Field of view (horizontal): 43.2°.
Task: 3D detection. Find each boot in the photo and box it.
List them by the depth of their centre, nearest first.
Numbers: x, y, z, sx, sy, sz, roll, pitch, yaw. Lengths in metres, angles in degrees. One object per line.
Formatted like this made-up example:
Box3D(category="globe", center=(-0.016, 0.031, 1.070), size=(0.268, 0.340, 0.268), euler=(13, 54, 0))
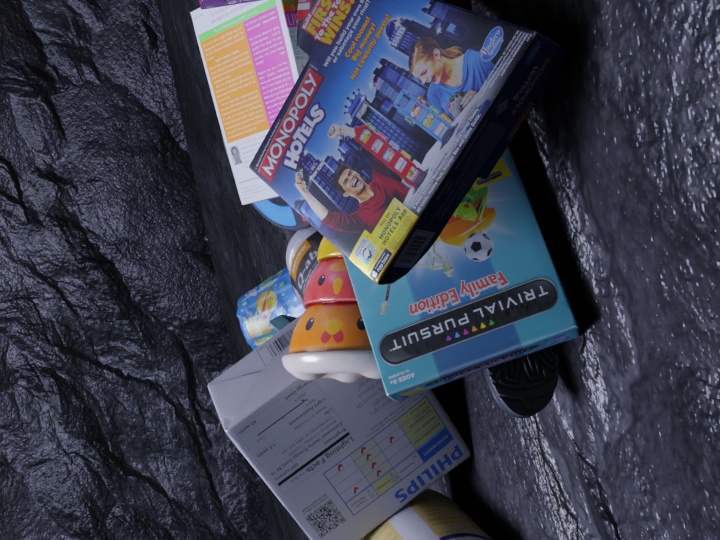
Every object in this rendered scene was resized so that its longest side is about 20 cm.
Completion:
Box3D(category="boot", center=(0.099, 0.064, 0.815), size=(0.200, 0.065, 0.167), euler=(126, 137, -67))

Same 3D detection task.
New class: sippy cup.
Box3D(category="sippy cup", center=(-0.107, 0.061, 1.342), size=(0.178, 0.129, 0.141), euler=(31, -143, -73))

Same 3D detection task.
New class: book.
Box3D(category="book", center=(-0.092, -0.174, 0.897), size=(0.133, 0.048, 0.202), euler=(-7, 97, 48))

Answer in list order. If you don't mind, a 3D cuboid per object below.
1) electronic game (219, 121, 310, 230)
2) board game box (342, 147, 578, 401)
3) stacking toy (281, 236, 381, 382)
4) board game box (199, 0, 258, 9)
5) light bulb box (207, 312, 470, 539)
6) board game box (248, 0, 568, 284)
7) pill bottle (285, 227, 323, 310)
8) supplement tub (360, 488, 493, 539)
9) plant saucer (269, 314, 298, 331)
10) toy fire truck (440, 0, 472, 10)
Box3D(category="electronic game", center=(-0.093, -0.140, 0.977), size=(0.199, 0.041, 0.202), euler=(30, 131, 42))
Box3D(category="board game box", center=(0.063, -0.020, 0.709), size=(0.047, 0.150, 0.202), euler=(46, -156, -71))
Box3D(category="stacking toy", center=(0.000, 0.000, 0.836), size=(0.146, 0.144, 0.202), euler=(146, 124, -74))
Box3D(category="board game box", center=(-0.061, -0.314, 0.826), size=(0.032, 0.198, 0.121), euler=(157, 100, -75))
Box3D(category="light bulb box", center=(-0.023, 0.160, 0.979), size=(0.201, 0.197, 0.125), euler=(57, 174, -23))
Box3D(category="board game box", center=(0.012, -0.129, 0.668), size=(0.200, 0.061, 0.201), euler=(43, 111, 27))
Box3D(category="pill bottle", center=(-0.023, 0.014, 1.117), size=(0.200, 0.115, 0.118), euler=(-133, 33, -61))
Box3D(category="supplement tub", center=(0.073, 0.321, 0.973), size=(0.200, 0.144, 0.147), euler=(-155, 53, -71))
Box3D(category="plant saucer", center=(-0.030, 0.088, 1.123), size=(0.070, 0.199, 0.019), euler=(37, 101, 32))
Box3D(category="toy fire truck", center=(-0.002, -0.272, 0.736), size=(0.199, 0.112, 0.170), euler=(12, 122, 45))
